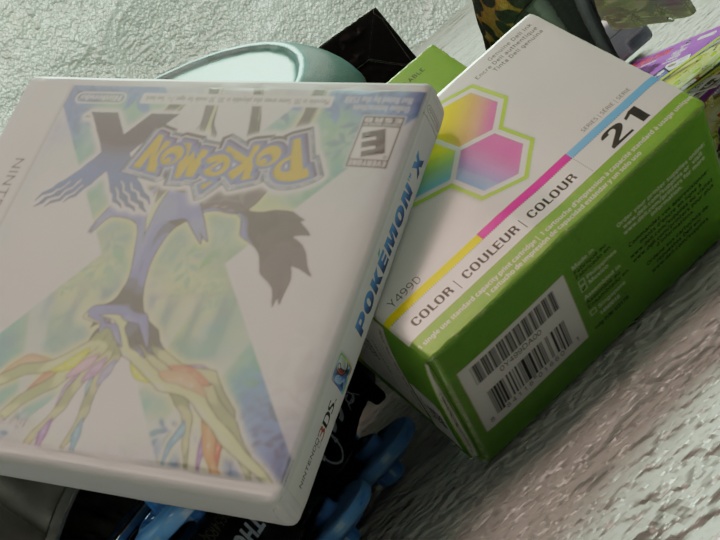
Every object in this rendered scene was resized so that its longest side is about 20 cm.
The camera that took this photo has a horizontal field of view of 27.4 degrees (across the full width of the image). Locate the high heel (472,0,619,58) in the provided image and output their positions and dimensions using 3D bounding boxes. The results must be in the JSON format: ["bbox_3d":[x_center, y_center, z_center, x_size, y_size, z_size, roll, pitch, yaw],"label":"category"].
[{"bbox_3d":[0.082,-0.122,0.753,0.071,0.143,0.200,-35,10,-5],"label":"high heel"}]

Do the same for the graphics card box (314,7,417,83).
[{"bbox_3d":[-0.037,-0.060,0.846,0.125,0.051,0.200,-36,-7,-14],"label":"graphics card box"}]

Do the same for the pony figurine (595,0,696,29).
[{"bbox_3d":[0.168,-0.169,0.663,0.166,0.193,0.201,-30,47,13],"label":"pony figurine"}]

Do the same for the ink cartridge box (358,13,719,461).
[{"bbox_3d":[0.031,-0.039,0.623,0.148,0.076,0.200,-42,48,-11],"label":"ink cartridge box"}]

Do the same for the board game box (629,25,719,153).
[{"bbox_3d":[0.163,-0.088,0.804,0.120,0.032,0.200,-48,11,-16],"label":"board game box"}]

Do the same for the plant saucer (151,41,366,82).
[{"bbox_3d":[-0.091,-0.053,0.689,0.199,0.028,0.201,-23,27,12],"label":"plant saucer"}]

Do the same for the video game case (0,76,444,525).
[{"bbox_3d":[-0.084,-0.001,0.576,0.199,0.022,0.183,5,58,26],"label":"video game case"}]

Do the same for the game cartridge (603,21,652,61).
[{"bbox_3d":[0.133,-0.124,0.999,0.133,0.042,0.200,-36,1,9],"label":"game cartridge"}]

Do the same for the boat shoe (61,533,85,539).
[{"bbox_3d":[-0.132,0.133,0.848,0.072,0.068,0.200,-32,8,20],"label":"boat shoe"}]

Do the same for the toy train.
[{"bbox_3d":[-0.053,0.103,0.607,0.114,0.087,0.200,-42,7,32],"label":"toy train"}]

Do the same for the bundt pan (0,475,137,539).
[{"bbox_3d":[-0.128,0.095,0.672,0.203,0.075,0.202,-57,-15,-25],"label":"bundt pan"}]
